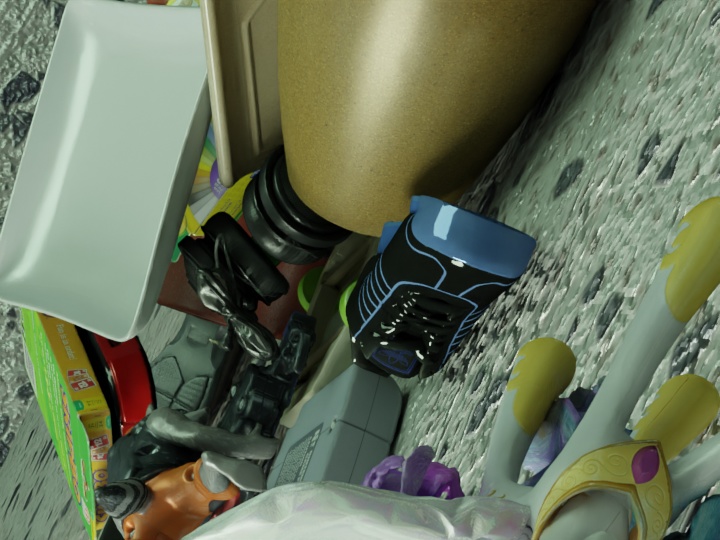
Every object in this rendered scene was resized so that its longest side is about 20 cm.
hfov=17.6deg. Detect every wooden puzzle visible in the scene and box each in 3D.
[{"bbox_3d":[-0.012,-0.160,1.358,0.037,0.199,0.186,42,148,39],"label":"wooden puzzle"}]

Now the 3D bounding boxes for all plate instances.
[{"bbox_3d":[-0.150,-0.064,1.416,0.199,0.032,0.201,13,86,55],"label":"plate"}]

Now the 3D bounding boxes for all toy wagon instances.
[{"bbox_3d":[0.000,0.000,1.421,0.155,0.039,0.201,-45,22,60],"label":"toy wagon"}]

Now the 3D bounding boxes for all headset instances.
[{"bbox_3d":[-0.047,-0.008,1.357,0.123,0.094,0.200,-42,-3,23],"label":"headset"}]

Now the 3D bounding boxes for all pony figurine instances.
[{"bbox_3d":[0.052,0.089,0.751,0.193,0.166,0.200,-42,9,46],"label":"pony figurine"}]

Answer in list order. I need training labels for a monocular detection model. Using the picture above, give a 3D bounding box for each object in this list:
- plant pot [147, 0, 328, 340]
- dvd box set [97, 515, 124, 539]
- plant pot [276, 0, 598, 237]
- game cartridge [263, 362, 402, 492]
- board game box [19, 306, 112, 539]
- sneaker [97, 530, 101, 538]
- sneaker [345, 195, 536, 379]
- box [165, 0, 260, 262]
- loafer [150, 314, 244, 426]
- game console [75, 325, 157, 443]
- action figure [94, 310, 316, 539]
[{"bbox_3d":[-0.080,-0.064,1.587,0.201,0.199,0.197,-157,84,-79],"label":"plant pot"},{"bbox_3d":[-0.172,0.261,1.497,0.201,0.029,0.147,100,-171,-51],"label":"dvd box set"},{"bbox_3d":[0.027,-0.124,1.265,0.187,0.185,0.201,-81,8,-57],"label":"plant pot"},{"bbox_3d":[-0.035,0.154,1.256,0.133,0.041,0.201,-34,32,62],"label":"game cartridge"},{"bbox_3d":[-0.193,0.083,1.530,0.200,0.030,0.096,-117,22,-51],"label":"board game box"},{"bbox_3d":[-0.147,0.188,1.647,0.200,0.066,0.091,-168,81,-66],"label":"sneaker"},{"bbox_3d":[0.036,0.014,1.162,0.200,0.070,0.079,144,146,-81],"label":"sneaker"},{"bbox_3d":[-0.089,-0.113,1.466,0.200,0.117,0.048,-50,-22,19],"label":"box"},{"bbox_3d":[-0.116,0.070,1.801,0.072,0.063,0.201,33,102,37],"label":"loafer"},{"bbox_3d":[-0.174,0.087,1.571,0.200,0.031,0.178,-122,25,-50],"label":"game console"},{"bbox_3d":[-0.101,0.107,1.340,0.201,0.104,0.193,-65,12,5],"label":"action figure"}]
